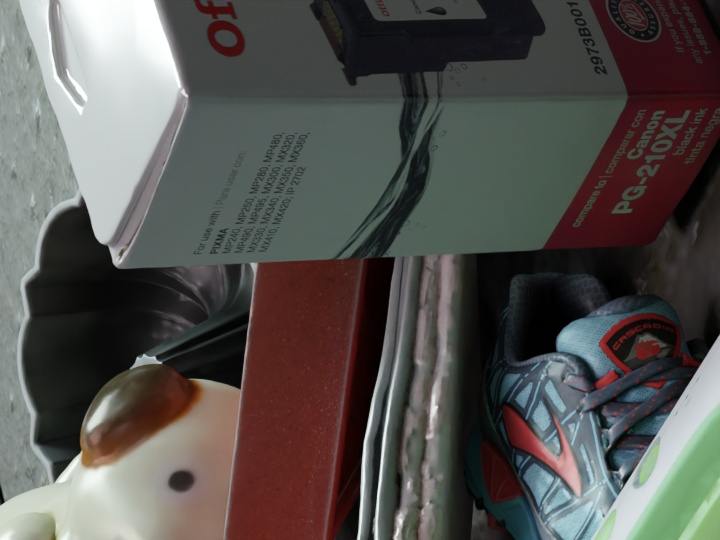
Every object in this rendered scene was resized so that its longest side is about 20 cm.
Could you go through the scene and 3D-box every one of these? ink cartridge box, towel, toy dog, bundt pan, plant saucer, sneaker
[{"bbox_3d":[0.001,-0.084,0.953,0.084,0.199,0.145,-62,40,45],"label":"ink cartridge box"},{"bbox_3d":[0.022,0.090,1.058,0.191,0.032,0.201,84,-169,-57],"label":"towel"},{"bbox_3d":[-0.092,0.128,1.215,0.200,0.139,0.194,-46,13,40],"label":"toy dog"},{"bbox_3d":[-0.065,0.048,1.311,0.201,0.076,0.203,13,107,47],"label":"bundt pan"},{"bbox_3d":[0.000,0.000,1.099,0.200,0.037,0.201,-57,-22,-63],"label":"plant saucer"},{"bbox_3d":[0.085,0.058,0.964,0.200,0.079,0.096,-137,46,-60],"label":"sneaker"}]

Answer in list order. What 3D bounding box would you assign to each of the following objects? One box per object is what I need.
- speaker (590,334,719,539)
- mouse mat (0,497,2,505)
[{"bbox_3d":[0.107,0.091,0.831,0.201,0.088,0.089,-61,36,26],"label":"speaker"},{"bbox_3d":[-0.260,0.217,2.049,0.161,0.007,0.201,118,141,-57],"label":"mouse mat"}]
